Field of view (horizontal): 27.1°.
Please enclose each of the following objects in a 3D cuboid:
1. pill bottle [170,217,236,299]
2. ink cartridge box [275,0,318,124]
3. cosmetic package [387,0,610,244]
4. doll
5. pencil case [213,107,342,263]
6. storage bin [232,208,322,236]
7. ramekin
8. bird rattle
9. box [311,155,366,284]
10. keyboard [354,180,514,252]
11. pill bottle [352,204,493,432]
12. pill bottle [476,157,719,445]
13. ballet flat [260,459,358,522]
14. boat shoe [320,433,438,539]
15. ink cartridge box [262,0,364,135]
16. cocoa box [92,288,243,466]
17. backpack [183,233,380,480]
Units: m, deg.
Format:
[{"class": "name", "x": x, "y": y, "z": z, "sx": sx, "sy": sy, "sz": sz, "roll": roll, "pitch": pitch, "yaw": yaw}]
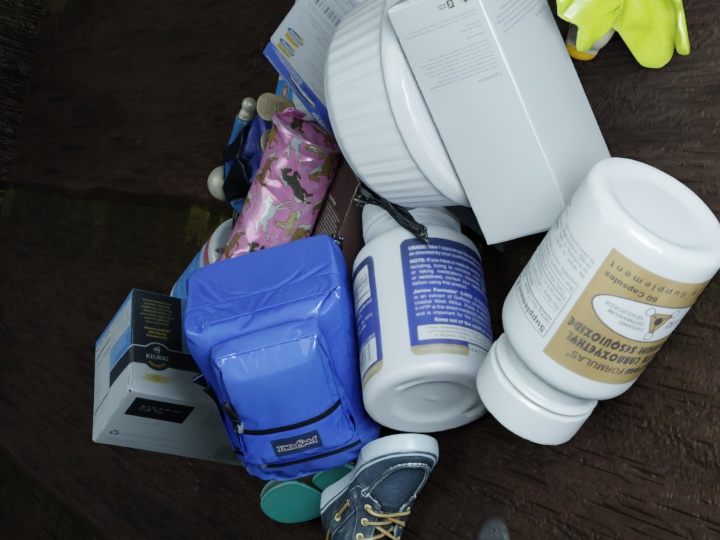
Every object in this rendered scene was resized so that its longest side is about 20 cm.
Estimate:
[{"class": "pill bottle", "x": -0.162, "y": 0.029, "z": 1.775, "sx": 0.200, "sy": 0.111, "sz": 0.113, "roll": -45, "pitch": 40, "yaw": 49}, {"class": "ink cartridge box", "x": -0.018, "y": -0.253, "z": 1.639, "sx": 0.146, "sy": 0.085, "sz": 0.202, "roll": 12, "pitch": 91, "yaw": 65}, {"class": "cosmetic package", "x": 0.112, "y": -0.136, "z": 1.155, "sx": 0.084, "sy": 0.108, "sz": 0.202, "roll": -13, "pitch": 108, "yaw": 34}, {"class": "doll", "x": -0.119, "y": -0.124, "z": 1.617, "sx": 0.200, "sy": 0.048, "sz": 0.138, "roll": 141, "pitch": 126, "yaw": -61}, {"class": "pencil case", "x": -0.085, "y": -0.057, "z": 1.485, "sx": 0.201, "sy": 0.086, "sz": 0.083, "roll": -64, "pitch": -9, "yaw": 19}, {"class": "storage bin", "x": -0.062, "y": -0.036, "z": 1.622, "sx": 0.136, "sy": 0.093, "sz": 0.201, "roll": -60, "pitch": 31, "yaw": 32}, {"class": "ramekin", "x": 0.054, "y": -0.145, "z": 1.230, "sx": 0.094, "sy": 0.202, "sz": 0.204, "roll": -13, "pitch": 65, "yaw": 37}, {"class": "bird rattle", "x": 0.200, "y": -0.253, "z": 1.179, "sx": 0.163, "sy": 0.111, "sz": 0.202, "roll": 126, "pitch": 153, "yaw": -70}, {"class": "box", "x": 0.000, "y": 0.000, "z": 1.466, "sx": 0.075, "sy": 0.099, "sz": 0.202, "roll": -122, "pitch": 49, "yaw": -61}, {"class": "keyboard", "x": 0.072, "y": -0.077, "z": 1.305, "sx": 0.127, "sy": 0.021, "sz": 0.200, "roll": -38, "pitch": 46, "yaw": -12}, {"class": "pill bottle", "x": 0.053, "y": 0.029, "z": 1.322, "sx": 0.120, "sy": 0.119, "sz": 0.202, "roll": -47, "pitch": 39, "yaw": 47}, {"class": "pill bottle", "x": 0.168, "y": 0.028, "z": 1.091, "sx": 0.201, "sy": 0.113, "sz": 0.115, "roll": -60, "pitch": 30, "yaw": 33}, {"class": "ballet flat", "x": -0.035, "y": 0.199, "z": 1.509, "sx": 0.200, "sy": 0.067, "sz": 0.071, "roll": -38, "pitch": 23, "yaw": 53}, {"class": "boat shoe", "x": 0.020, "y": 0.223, "z": 1.371, "sx": 0.200, "sy": 0.070, "sz": 0.092, "roll": 128, "pitch": 144, "yaw": -54}, {"class": "ink cartridge box", "x": -0.017, "y": -0.212, "z": 1.425, "sx": 0.042, "sy": 0.120, "sz": 0.200, "roll": -41, "pitch": 2, "yaw": -29}, {"class": "cocoa box", "x": -0.189, "y": 0.123, "z": 1.687, "sx": 0.133, "sy": 0.198, "sz": 0.132, "roll": -48, "pitch": 38, "yaw": 47}, {"class": "backpack", "x": -0.069, "y": 0.100, "z": 1.365, "sx": 0.169, "sy": 0.161, "sz": 0.201, "roll": -91, "pitch": -13, "yaw": -52}]
